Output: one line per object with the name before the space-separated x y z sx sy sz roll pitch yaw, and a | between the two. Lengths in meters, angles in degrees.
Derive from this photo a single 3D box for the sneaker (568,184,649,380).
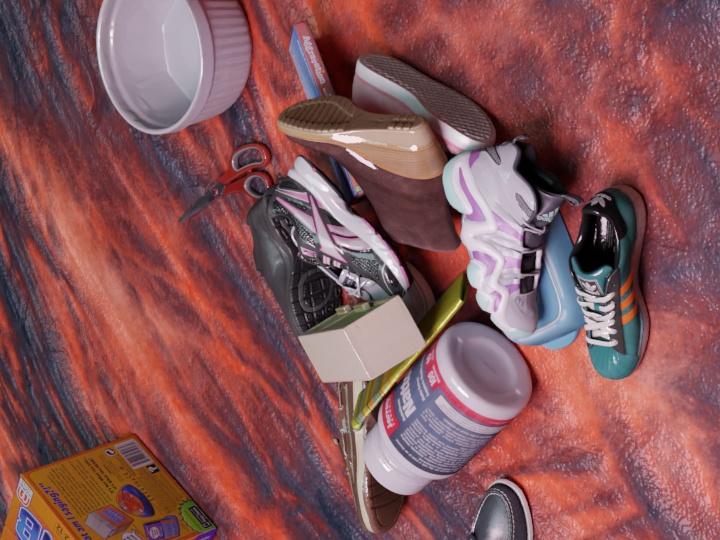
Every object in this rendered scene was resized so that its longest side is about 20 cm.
sneaker | 0.242 0.018 1.524 0.071 0.080 0.202 8 107 39

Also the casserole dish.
casserole dish | 0.170 -0.008 1.616 0.121 0.039 0.202 -27 82 43

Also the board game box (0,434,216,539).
board game box | -0.358 0.388 2.102 0.200 0.199 0.201 43 127 27

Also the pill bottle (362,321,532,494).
pill bottle | 0.088 0.160 1.679 0.120 0.119 0.200 54 131 18

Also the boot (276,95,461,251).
boot | 0.008 -0.098 1.633 0.199 0.072 0.167 12 135 32

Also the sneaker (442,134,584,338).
sneaker | 0.171 -0.038 1.530 0.139 0.078 0.202 -19 93 38

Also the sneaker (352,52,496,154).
sneaker | 0.062 -0.150 1.656 0.200 0.075 0.105 37 126 34

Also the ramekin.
ramekin | -0.223 -0.274 1.866 0.199 0.105 0.202 14 111 40

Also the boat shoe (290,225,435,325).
boat shoe | 0.000 0.000 1.754 0.200 0.068 0.072 45 126 22

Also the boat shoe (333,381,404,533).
boat shoe | 0.007 0.208 1.808 0.074 0.074 0.204 -2 88 46

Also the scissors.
scissors | -0.178 -0.111 1.933 0.199 0.014 0.074 -12 95 45

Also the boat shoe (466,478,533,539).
boat shoe | 0.146 0.334 1.714 0.075 0.060 0.202 16 112 39

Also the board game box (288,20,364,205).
board game box | -0.037 -0.177 1.738 0.103 0.019 0.202 129 121 -82

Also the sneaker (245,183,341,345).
sneaker | -0.085 0.000 1.844 0.091 0.075 0.202 -27 75 53

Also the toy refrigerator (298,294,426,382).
toy refrigerator | -0.003 0.075 1.688 0.070 0.076 0.200 61 164 -3

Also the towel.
towel | 0.057 0.092 1.687 0.018 0.086 0.200 36 111 -8

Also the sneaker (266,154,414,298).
sneaker | -0.025 -0.031 1.704 0.086 0.080 0.200 -45 75 5
